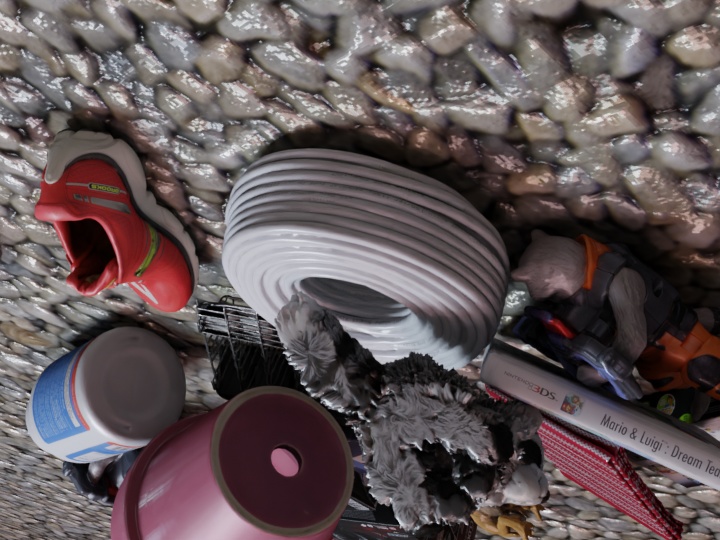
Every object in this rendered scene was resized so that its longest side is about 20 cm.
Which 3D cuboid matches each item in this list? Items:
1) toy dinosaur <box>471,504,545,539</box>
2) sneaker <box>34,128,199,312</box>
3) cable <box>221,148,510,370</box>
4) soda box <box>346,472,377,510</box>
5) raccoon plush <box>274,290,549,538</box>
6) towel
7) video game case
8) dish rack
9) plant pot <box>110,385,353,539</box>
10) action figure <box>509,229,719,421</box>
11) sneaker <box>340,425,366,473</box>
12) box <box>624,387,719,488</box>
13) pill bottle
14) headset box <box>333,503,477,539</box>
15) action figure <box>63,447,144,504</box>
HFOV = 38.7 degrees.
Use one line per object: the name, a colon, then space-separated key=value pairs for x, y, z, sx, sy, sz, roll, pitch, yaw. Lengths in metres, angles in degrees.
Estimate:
toy dinosaur: x=0.141 y=0.268 z=1.135 sx=0.105 sy=0.061 sz=0.200 roll=-6 pitch=146 yaw=37
sneaker: x=-0.179 y=-0.015 z=0.735 sx=0.076 sy=0.086 sz=0.201 roll=5 pitch=151 yaw=18
cable: x=0.000 y=0.000 z=0.684 sx=0.197 sy=0.070 sz=0.200 roll=25 pitch=154 yaw=-16
soda box: x=-0.068 y=0.225 z=1.145 sx=0.197 sy=0.072 sz=0.063 roll=-10 pitch=144 yaw=38
raccoon plush: x=0.048 y=0.079 z=0.676 sx=0.096 sy=0.202 sz=0.134 roll=-37 pitch=171 yaw=20
towel: x=0.201 y=0.168 z=0.908 sx=0.144 sy=0.023 sz=0.200 roll=27 pitch=167 yaw=44
video game case: x=0.168 y=0.095 z=0.701 sx=0.179 sy=0.024 sz=0.200 roll=24 pitch=-178 yaw=7
dish rack: x=-0.063 y=0.069 z=0.875 sx=0.150 sy=0.055 sz=0.201 roll=10 pitch=151 yaw=6
plant pot: x=-0.097 y=0.195 z=0.878 sx=0.197 sy=0.203 sz=0.179 roll=22 pitch=140 yaw=-15
action figure: x=0.178 y=0.034 z=0.681 sx=0.192 sy=0.106 sz=0.200 roll=30 pitch=180 yaw=-15
sneaker: x=0.027 y=0.158 z=0.977 sx=0.197 sy=0.075 sz=0.082 roll=8 pitch=153 yaw=31
box: x=0.298 y=0.127 z=0.820 sx=0.109 sy=0.035 sz=0.199 roll=26 pitch=151 yaw=-21
pill bottle: x=-0.263 y=0.130 z=1.020 sx=0.111 sy=0.114 sz=0.199 roll=29 pitch=150 yaw=-27
headset box: x=0.038 y=0.293 z=1.211 sx=0.147 sy=0.078 sz=0.200 roll=-1 pitch=147 yaw=33
action figure: x=-0.216 y=0.234 z=1.145 sx=0.193 sy=0.105 sz=0.199 roll=45 pitch=-168 yaw=36
